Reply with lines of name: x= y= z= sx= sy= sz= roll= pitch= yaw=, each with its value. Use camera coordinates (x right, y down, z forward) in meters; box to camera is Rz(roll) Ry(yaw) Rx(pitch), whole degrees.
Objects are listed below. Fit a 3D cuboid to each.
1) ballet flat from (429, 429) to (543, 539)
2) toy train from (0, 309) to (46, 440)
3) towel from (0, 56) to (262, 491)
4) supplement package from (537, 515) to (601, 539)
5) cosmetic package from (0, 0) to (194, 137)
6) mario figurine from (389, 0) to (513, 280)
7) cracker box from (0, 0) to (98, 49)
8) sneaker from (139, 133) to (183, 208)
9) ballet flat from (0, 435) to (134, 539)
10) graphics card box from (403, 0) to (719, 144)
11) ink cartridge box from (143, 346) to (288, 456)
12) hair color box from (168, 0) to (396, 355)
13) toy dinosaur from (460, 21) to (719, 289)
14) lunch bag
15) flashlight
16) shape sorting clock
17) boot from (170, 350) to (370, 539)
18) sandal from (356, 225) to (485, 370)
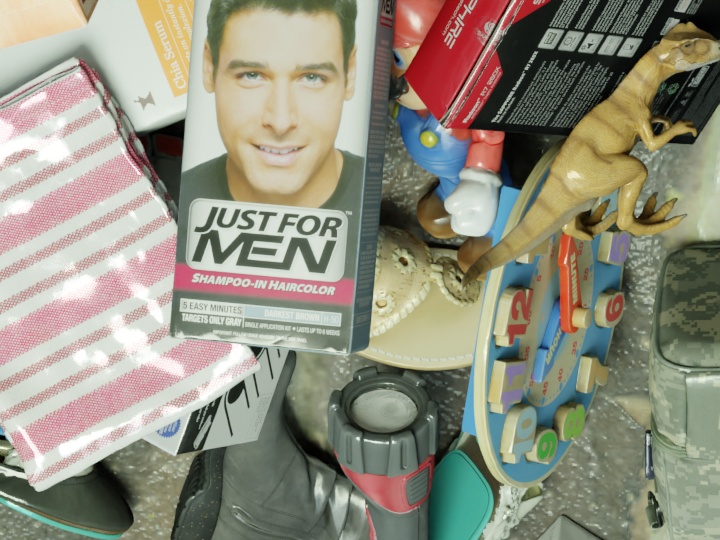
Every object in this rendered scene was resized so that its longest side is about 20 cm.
ballet flat: x=0.094 y=0.115 z=1.620 sx=0.071 sy=0.072 sz=0.200 roll=21 pitch=124 yaw=-5
toy train: x=-0.193 y=0.041 z=1.552 sx=0.114 sy=0.087 sz=0.200 roll=-8 pitch=155 yaw=17
towel: x=-0.163 y=0.003 z=1.434 sx=0.146 sy=0.030 sz=0.201 roll=-29 pitch=91 yaw=4
supplement package: x=0.111 y=0.281 z=1.684 sx=0.120 sy=0.121 sz=0.200 roll=33 pitch=120 yaw=-12
cosmetic package: x=-0.138 y=-0.124 z=1.476 sx=0.199 sy=0.071 sz=0.102 roll=-22 pitch=92 yaw=19
mario figurine: x=0.030 y=-0.085 z=1.469 sx=0.123 sy=0.106 sz=0.201 roll=8 pitch=135 yaw=30
cracker box: x=-0.193 y=-0.179 z=1.392 sx=0.133 sy=0.200 sz=0.058 roll=-13 pitch=120 yaw=15
sneaker: x=-0.153 y=-0.029 z=1.572 sx=0.199 sy=0.077 sz=0.082 roll=3 pitch=149 yaw=7
ballet flat: x=-0.229 y=0.111 z=1.656 sx=0.199 sy=0.068 sz=0.069 roll=18 pitch=109 yaw=-12
graphics card box: x=0.130 y=-0.132 z=1.397 sx=0.199 sy=0.051 sz=0.126 roll=1 pitch=130 yaw=-41
ink cartridge box: x=-0.065 y=0.002 z=1.493 sx=0.044 sy=0.094 sz=0.201 roll=25 pitch=103 yaw=24
hair color box: x=-0.040 y=-0.061 z=1.380 sx=0.099 sy=0.061 sz=0.201 roll=5 pitch=92 yaw=10
toy dinosaur: x=0.116 y=-0.047 z=1.392 sx=0.200 sy=0.060 sz=0.106 roll=-51 pitch=138 yaw=-12
lunch bag: x=0.261 y=0.084 z=1.529 sx=0.199 sy=0.140 sz=0.168 roll=-1 pitch=121 yaw=9
flashlight: x=0.013 y=0.150 z=1.598 sx=0.068 sy=0.068 sz=0.201 roll=4 pitch=133 yaw=3
shape sorting clock: x=0.111 y=0.024 z=1.481 sx=0.039 sy=0.200 sz=0.201 roll=13 pitch=126 yaw=29
boot: x=-0.035 y=0.122 z=1.646 sx=0.131 sy=0.070 sz=0.200 roll=17 pitch=134 yaw=-6
sandal: x=-0.001 y=0.005 z=1.542 sx=0.211 sy=0.078 sz=0.070 roll=7 pitch=157 yaw=8
